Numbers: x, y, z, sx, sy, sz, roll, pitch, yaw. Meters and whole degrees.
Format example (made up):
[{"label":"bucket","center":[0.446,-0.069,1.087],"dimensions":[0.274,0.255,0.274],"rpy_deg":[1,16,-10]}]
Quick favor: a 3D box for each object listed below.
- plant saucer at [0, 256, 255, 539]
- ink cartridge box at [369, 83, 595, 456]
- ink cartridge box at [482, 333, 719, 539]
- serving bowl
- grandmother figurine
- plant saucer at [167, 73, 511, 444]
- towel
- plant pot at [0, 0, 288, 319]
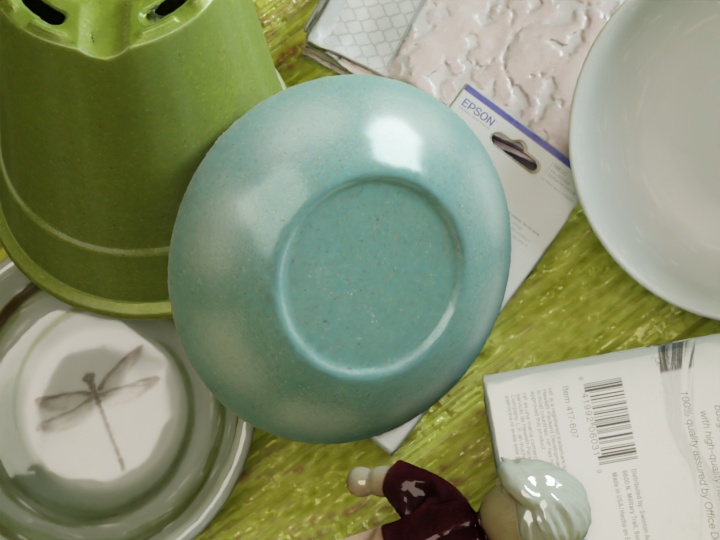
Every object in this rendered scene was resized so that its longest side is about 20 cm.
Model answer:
[{"label":"plant saucer","center":[-0.154,0.080,0.821],"dimensions":[0.198,0.050,0.202],"rpy_deg":[-1,78,7]},{"label":"ink cartridge box","center":[0.040,-0.001,0.819],"dimensions":[0.099,0.039,0.200],"rpy_deg":[38,86,8]},{"label":"ink cartridge box","center":[0.175,0.115,0.758],"dimensions":[0.198,0.084,0.147],"rpy_deg":[-10,77,4]},{"label":"serving bowl","center":[0.218,-0.075,0.770],"dimensions":[0.198,0.066,0.202],"rpy_deg":[3,98,21]},{"label":"grandmother figurine","center":[0.022,0.149,0.709],"dimensions":[0.199,0.061,0.122],"rpy_deg":[-25,60,8]},{"label":"plant saucer","center":[0.000,0.000,0.736],"dimensions":[0.199,0.039,0.203],"rpy_deg":[-6,104,-22]},{"label":"towel","center":[0.087,-0.181,0.859],"dimensions":[0.190,0.032,0.201],"rpy_deg":[26,83,11]},{"label":"plant pot","center":[-0.121,-0.106,0.757],"dimensions":[0.198,0.190,0.201],"rpy_deg":[1,60,-1]}]
